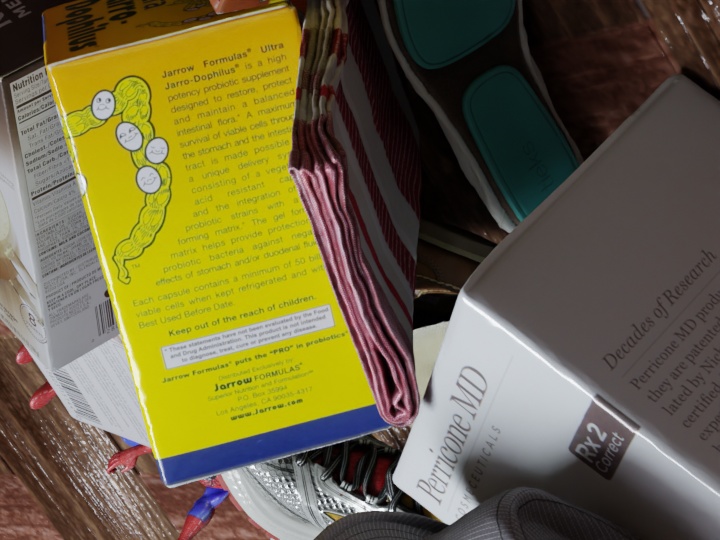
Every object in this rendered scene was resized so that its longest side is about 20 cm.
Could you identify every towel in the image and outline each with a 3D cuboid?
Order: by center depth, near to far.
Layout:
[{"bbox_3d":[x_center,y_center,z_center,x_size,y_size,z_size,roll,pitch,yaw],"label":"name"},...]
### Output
[{"bbox_3d":[0.004,-0.050,1.128,0.023,0.200,0.144,-10,129,11],"label":"towel"}]

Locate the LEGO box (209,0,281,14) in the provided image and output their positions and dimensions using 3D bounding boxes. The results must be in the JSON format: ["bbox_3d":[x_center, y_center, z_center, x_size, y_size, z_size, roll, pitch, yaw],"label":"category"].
[{"bbox_3d":[-0.028,-0.220,1.032,0.149,0.077,0.200,66,155,19],"label":"LEGO box"}]

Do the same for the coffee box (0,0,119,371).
[{"bbox_3d":[-0.163,-0.065,1.295,0.114,0.080,0.200,41,149,35],"label":"coffee box"}]

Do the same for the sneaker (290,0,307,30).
[{"bbox_3d":[-0.095,-0.140,1.261,0.200,0.078,0.112,44,148,2],"label":"sneaker"}]

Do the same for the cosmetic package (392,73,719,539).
[{"bbox_3d":[0.149,0.061,1.122,0.200,0.165,0.165,37,147,14],"label":"cosmetic package"}]

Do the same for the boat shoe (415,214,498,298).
[{"bbox_3d":[0.000,0.000,1.289,0.072,0.068,0.200,22,176,-30],"label":"boat shoe"}]

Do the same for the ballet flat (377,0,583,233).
[{"bbox_3d":[0.042,-0.102,1.165,0.069,0.069,0.200,10,135,44],"label":"ballet flat"}]

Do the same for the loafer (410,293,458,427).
[{"bbox_3d":[0.029,0.042,1.341,0.200,0.076,0.068,11,99,56],"label":"loafer"}]

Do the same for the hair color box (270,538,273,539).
[{"bbox_3d":[0.042,0.216,1.539,0.100,0.061,0.200,-6,122,52],"label":"hair color box"}]

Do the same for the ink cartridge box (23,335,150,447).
[{"bbox_3d":[-0.131,0.037,1.483,0.176,0.045,0.200,19,151,35],"label":"ink cartridge box"}]

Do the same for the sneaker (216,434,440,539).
[{"bbox_3d":[0.012,0.109,1.312,0.200,0.078,0.082,34,140,-14],"label":"sneaker"}]

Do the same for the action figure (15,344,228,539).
[{"bbox_3d":[-0.143,0.114,1.609,0.200,0.099,0.065,21,143,30],"label":"action figure"}]

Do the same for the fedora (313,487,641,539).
[{"bbox_3d":[0.077,0.155,1.038,0.200,0.177,0.090,50,120,6],"label":"fedora"}]

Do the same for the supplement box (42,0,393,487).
[{"bbox_3d":[-0.065,-0.024,1.167,0.109,0.109,0.200,-114,10,-71],"label":"supplement box"}]
